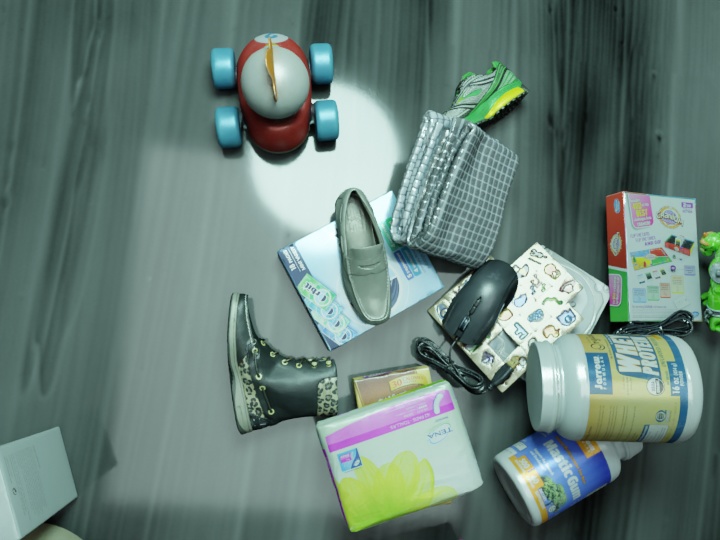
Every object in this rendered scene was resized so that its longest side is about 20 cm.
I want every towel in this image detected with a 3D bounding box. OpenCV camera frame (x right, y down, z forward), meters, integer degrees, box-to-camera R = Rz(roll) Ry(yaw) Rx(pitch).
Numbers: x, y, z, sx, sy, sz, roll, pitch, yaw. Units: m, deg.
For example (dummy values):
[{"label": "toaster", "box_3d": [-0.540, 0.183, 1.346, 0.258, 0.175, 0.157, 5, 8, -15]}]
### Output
[{"label": "towel", "box_3d": [0.144, -0.112, 0.902, 0.165, 0.085, 0.201, 14, 97, -43]}]

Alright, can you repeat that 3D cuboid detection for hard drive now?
[{"label": "hard drive", "box_3d": [0.290, 0.080, 0.975, 0.139, 0.038, 0.201, 32, 83, -2]}]

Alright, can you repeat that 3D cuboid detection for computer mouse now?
[{"label": "computer mouse", "box_3d": [0.457, 0.169, 0.943, 0.138, 0.053, 0.201, -14, 108, -8]}, {"label": "computer mouse", "box_3d": [0.187, 0.083, 0.922, 0.140, 0.046, 0.200, 39, 85, 19]}]

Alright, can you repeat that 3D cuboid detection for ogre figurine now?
[{"label": "ogre figurine", "box_3d": [0.589, -0.015, 0.968, 0.200, 0.098, 0.120, -39, 131, -5]}]

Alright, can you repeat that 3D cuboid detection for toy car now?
[{"label": "toy car", "box_3d": [-0.122, -0.275, 0.880, 0.183, 0.200, 0.178, -5, 85, -7]}]

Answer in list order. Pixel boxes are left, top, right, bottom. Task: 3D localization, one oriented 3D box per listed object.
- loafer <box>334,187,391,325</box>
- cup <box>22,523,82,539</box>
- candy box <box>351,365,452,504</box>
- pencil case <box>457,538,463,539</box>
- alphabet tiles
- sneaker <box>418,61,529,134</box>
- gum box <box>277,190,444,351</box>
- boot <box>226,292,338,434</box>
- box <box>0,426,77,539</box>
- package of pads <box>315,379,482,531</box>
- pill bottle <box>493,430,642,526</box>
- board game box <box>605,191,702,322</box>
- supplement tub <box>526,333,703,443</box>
[{"label": "loafer", "box_3d": [0.003, -0.020, 0.890, 0.070, 0.070, 0.201, -15, 86, -8]}, {"label": "cup", "box_3d": [-0.445, 0.450, 0.787, 0.199, 0.143, 0.201, -1, 94, -9]}, {"label": "candy box", "box_3d": [0.059, 0.251, 0.923, 0.116, 0.056, 0.201, -9, 84, -6]}, {"label": "pencil case", "box_3d": [0.069, 0.449, 0.891, 0.199, 0.088, 0.089, -11, 86, -7]}, {"label": "alphabet tiles", "box_3d": [0.232, 0.057, 0.949, 0.200, 0.008, 0.167, -41, 71, -3]}, {"label": "sneaker", "box_3d": [0.167, -0.256, 0.982, 0.200, 0.078, 0.085, -36, 82, -17]}, {"label": "gum box", "box_3d": [0.000, 0.000, 0.946, 0.199, 0.045, 0.170, -28, 88, -8]}, {"label": "boot", "box_3d": [-0.115, 0.128, 0.908, 0.153, 0.073, 0.205, -5, 91, -9]}, {"label": "box", "box_3d": [-0.477, 0.285, 0.786, 0.152, 0.200, 0.107, -17, 86, -7]}, {"label": "package of pads", "box_3d": [0.055, 0.257, 0.860, 0.199, 0.068, 0.155, -18, 86, -6]}, {"label": "pill bottle", "box_3d": [0.309, 0.279, 0.920, 0.199, 0.112, 0.112, -27, 88, -8]}, {"label": "board game box", "box_3d": [0.466, -0.018, 0.985, 0.152, 0.040, 0.201, 3, 84, -20]}, {"label": "supplement tub", "box_3d": [0.338, 0.160, 0.849, 0.199, 0.145, 0.146, 0, 84, 5]}]
